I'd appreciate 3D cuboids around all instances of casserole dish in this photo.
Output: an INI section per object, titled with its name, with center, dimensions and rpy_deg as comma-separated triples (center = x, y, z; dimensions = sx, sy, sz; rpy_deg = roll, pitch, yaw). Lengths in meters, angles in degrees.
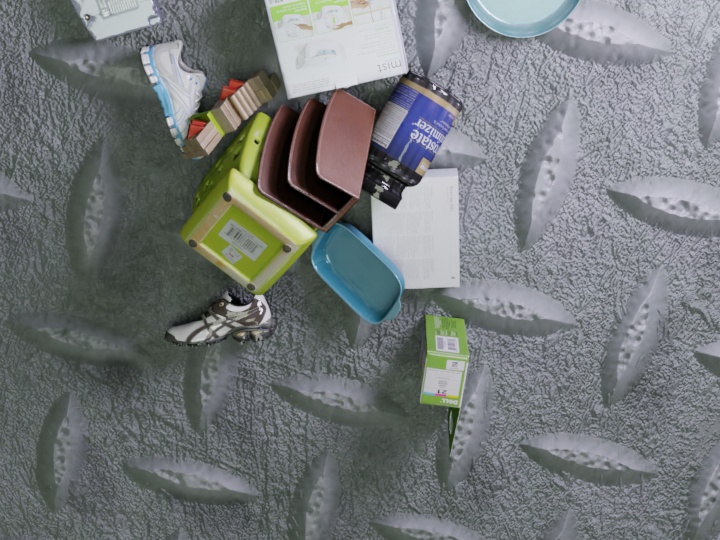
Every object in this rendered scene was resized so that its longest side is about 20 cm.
[casserole dish]
center = 0.000, 0.000, 1.773
dimensions = 0.200, 0.039, 0.122
rpy_deg = 44, 130, 13

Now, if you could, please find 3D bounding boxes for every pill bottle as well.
[pill bottle]
center = 0.070, -0.206, 1.663
dimensions = 0.111, 0.112, 0.202
rpy_deg = 29, 95, -10

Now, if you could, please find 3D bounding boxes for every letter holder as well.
[letter holder]
center = -0.070, -0.189, 1.611
dimensions = 0.141, 0.202, 0.100
rpy_deg = 29, 137, -20

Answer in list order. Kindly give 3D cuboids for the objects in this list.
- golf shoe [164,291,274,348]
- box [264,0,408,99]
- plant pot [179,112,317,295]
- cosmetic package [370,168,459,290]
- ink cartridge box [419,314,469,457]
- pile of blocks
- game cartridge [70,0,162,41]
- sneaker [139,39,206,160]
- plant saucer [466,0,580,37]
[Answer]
[golf shoe]
center = -0.253, 0.086, 1.847
dimensions = 0.196, 0.078, 0.096
rpy_deg = -6, 95, 3
[box]
center = -0.036, -0.381, 1.626
dimensions = 0.197, 0.097, 0.179
rpy_deg = -12, 112, 6
[plant pot]
center = -0.163, -0.095, 1.676
dimensions = 0.199, 0.182, 0.199
rpy_deg = 38, 128, -13
[cosmetic package]
center = 0.095, -0.069, 1.774
dimensions = 0.148, 0.052, 0.203
rpy_deg = -1, 113, 5
[ink cartridge box]
center = 0.138, 0.203, 1.832
dimensions = 0.074, 0.148, 0.203
rpy_deg = 7, 113, -1
[pile of blocks]
center = -0.220, -0.264, 1.672
dimensions = 0.200, 0.082, 0.063
rpy_deg = -43, 121, -17
[game cartridge]
center = -0.404, -0.471, 1.635
dimensions = 0.131, 0.041, 0.203
rpy_deg = -14, 111, 4
[sneaker]
center = -0.283, -0.279, 1.692
dimensions = 0.085, 0.075, 0.202
rpy_deg = -20, 112, 2
[plant saucer]
center = 0.255, -0.468, 1.619
dimensions = 0.196, 0.028, 0.203
rpy_deg = 0, 113, 1
